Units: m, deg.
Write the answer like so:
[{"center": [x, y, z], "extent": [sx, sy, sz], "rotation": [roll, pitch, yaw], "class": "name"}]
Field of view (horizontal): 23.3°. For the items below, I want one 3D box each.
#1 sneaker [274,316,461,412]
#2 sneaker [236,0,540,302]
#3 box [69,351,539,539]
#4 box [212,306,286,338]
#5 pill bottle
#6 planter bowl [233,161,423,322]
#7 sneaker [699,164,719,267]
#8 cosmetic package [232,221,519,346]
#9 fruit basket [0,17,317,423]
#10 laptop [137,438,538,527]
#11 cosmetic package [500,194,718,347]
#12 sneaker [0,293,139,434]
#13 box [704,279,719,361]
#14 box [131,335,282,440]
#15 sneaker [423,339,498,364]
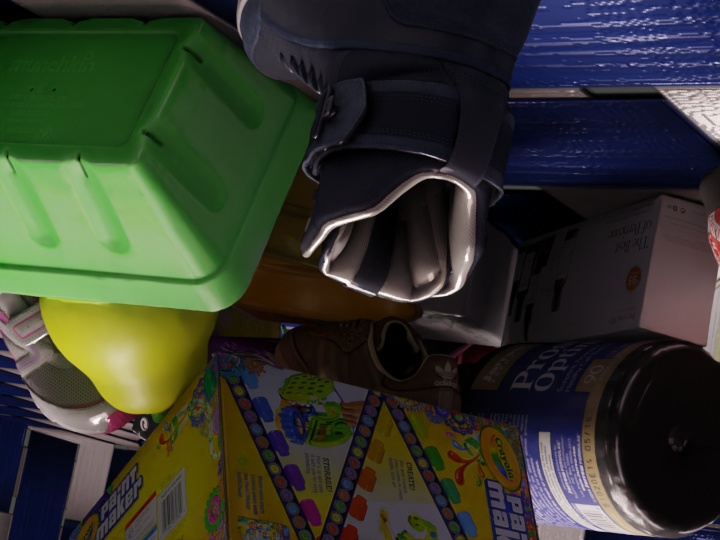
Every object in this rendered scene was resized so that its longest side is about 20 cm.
[{"center": [0.011, 0.059, 1.091], "extent": [0.070, 0.076, 0.200], "rotation": [10, -167, -31], "class": "sneaker"}, {"center": [-0.005, -0.060, 0.710], "extent": [0.077, 0.147, 0.202], "rotation": [14, 170, -27], "class": "sneaker"}, {"center": [-0.035, 0.167, 0.962], "extent": [0.192, 0.122, 0.200], "rotation": [16, 136, -27], "class": "box"}, {"center": [-0.111, 0.022, 1.289], "extent": [0.048, 0.118, 0.200], "rotation": [-2, 164, 28], "class": "box"}, {"center": [0.124, 0.098, 1.048], "extent": [0.112, 0.112, 0.200], "rotation": [18, 167, -34], "class": "pill bottle"}, {"center": [-0.053, -0.030, 1.063], "extent": [0.200, 0.084, 0.200], "rotation": [9, 169, 2], "class": "planter bowl"}, {"center": [0.239, 0.019, 0.938], "extent": [0.067, 0.108, 0.201], "rotation": [-19, 156, 24], "class": "sneaker"}, {"center": [0.000, 0.000, 1.196], "extent": [0.199, 0.071, 0.101], "rotation": [5, 167, 24], "class": "cosmetic package"}, {"center": [-0.124, -0.026, 0.920], "extent": [0.215, 0.156, 0.216], "rotation": [17, 151, 9], "class": "fruit basket"}, {"center": [-0.013, 0.150, 1.210], "extent": [0.200, 0.116, 0.187], "rotation": [-10, 180, 31], "class": "laptop"}, {"center": [0.151, 0.012, 1.087], "extent": [0.050, 0.083, 0.200], "rotation": [13, 168, -17], "class": "cosmetic package"}, {"center": [-0.189, 0.010, 1.026], "extent": [0.200, 0.081, 0.088], "rotation": [52, 173, 29], "class": "sneaker"}, {"center": [0.319, 0.059, 1.130], "extent": [0.175, 0.097, 0.200], "rotation": [10, 170, 2], "class": "box"}, {"center": [-0.031, 0.105, 1.194], "extent": [0.200, 0.079, 0.141], "rotation": [4, -159, -42], "class": "box"}, {"center": [0.054, 0.036, 1.269], "extent": [0.199, 0.096, 0.079], "rotation": [5, 170, 32], "class": "sneaker"}]
